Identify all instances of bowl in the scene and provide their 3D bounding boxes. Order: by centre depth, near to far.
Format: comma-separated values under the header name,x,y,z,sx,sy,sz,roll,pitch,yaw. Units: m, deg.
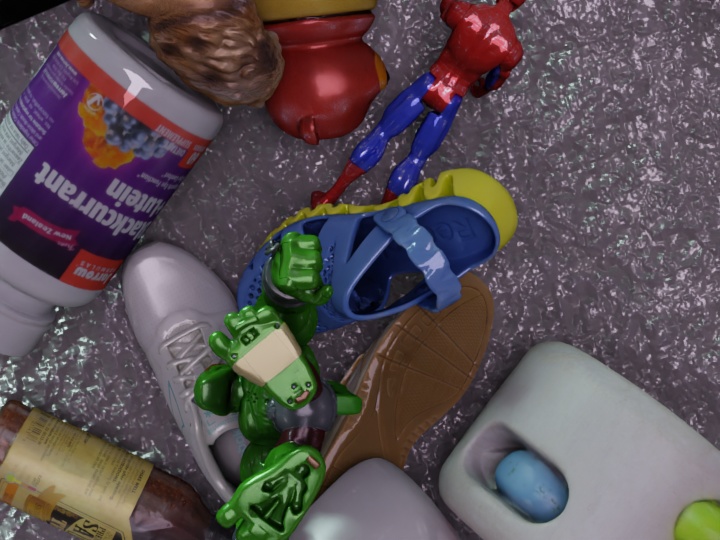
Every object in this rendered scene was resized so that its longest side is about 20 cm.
name,x,y,z,sx,sy,sz,roll,pitch,yaw
bowl,0.010,0.245,0.827,0.200,0.074,0.201,-46,125,-20

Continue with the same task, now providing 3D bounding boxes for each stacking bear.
name,x,y,z,sx,sy,sz,roll,pitch,yaw
stacking bear,-0.031,-0.184,0.858,0.112,0.122,0.203,-6,100,1

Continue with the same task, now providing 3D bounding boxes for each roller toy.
name,x,y,z,sx,sy,sz,roll,pitch,yaw
roller toy,0.147,0.148,0.844,0.182,0.200,0.140,38,88,5

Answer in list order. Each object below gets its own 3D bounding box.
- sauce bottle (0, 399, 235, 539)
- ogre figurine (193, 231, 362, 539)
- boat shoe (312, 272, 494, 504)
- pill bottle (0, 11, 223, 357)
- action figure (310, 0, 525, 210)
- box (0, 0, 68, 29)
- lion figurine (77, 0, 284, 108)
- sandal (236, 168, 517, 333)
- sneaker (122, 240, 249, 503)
name,x,y,z,sx,sy,sz,roll,pitch,yaw
sauce bottle,-0.154,0.153,0.874,0.198,0.066,0.067,26,89,-3
ogre figurine,-0.047,0.081,0.777,0.097,0.120,0.202,-14,95,-2
boat shoe,0.013,0.084,0.885,0.074,0.069,0.201,39,80,-21
pill bottle,-0.185,-0.049,0.836,0.111,0.111,0.201,37,100,-5
action figure,0.048,-0.118,0.892,0.065,0.099,0.201,36,111,-8
box,-0.210,-0.247,0.853,0.198,0.079,0.142,-24,91,-4
lion figurine,-0.094,-0.198,0.780,0.121,0.073,0.202,16,119,10
sandal,0.000,0.000,0.842,0.198,0.087,0.080,-22,115,29
sneaker,-0.096,0.072,0.871,0.070,0.080,0.202,-27,92,-2
